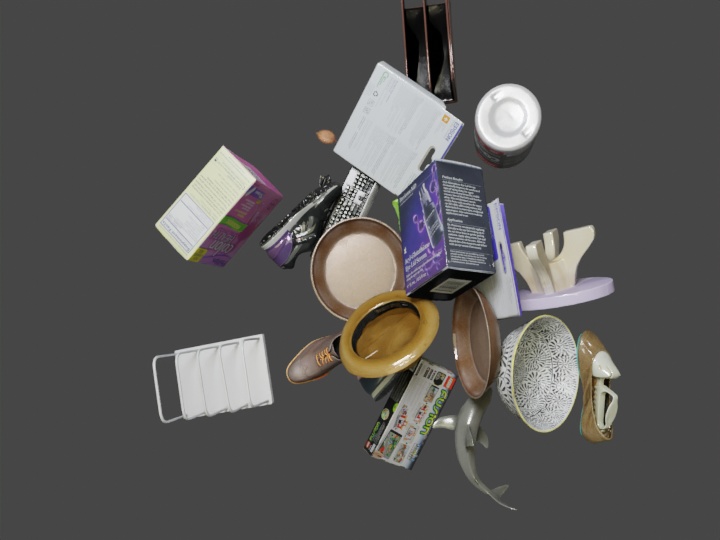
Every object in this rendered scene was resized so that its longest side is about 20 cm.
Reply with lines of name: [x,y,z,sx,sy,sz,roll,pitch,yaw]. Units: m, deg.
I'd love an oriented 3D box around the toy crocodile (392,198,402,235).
toy crocodile: [0.125,-0.054,1.249,0.067,0.062,0.202,-33,88,-36]

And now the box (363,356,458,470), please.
box: [0.097,0.267,1.218,0.109,0.035,0.203,27,91,-33]

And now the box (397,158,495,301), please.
box: [0.147,-0.068,1.141,0.102,0.148,0.205,6,66,-24]

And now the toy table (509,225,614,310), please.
toy table: [0.344,-0.005,1.164,0.195,0.184,0.120,-13,96,20]

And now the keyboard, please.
keyboard: [-0.052,-0.116,1.310,0.125,0.021,0.204,25,90,10]

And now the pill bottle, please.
pill bottle: [0.262,-0.250,1.172,0.111,0.200,0.117,-1,86,9]

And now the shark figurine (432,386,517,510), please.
shark figurine: [0.210,0.335,1.189,0.125,0.090,0.221,-9,80,-6]

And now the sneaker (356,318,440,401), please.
sneaker: [0.069,0.151,1.248,0.082,0.070,0.201,41,87,22]

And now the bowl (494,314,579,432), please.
bowl: [0.302,0.183,1.172,0.093,0.197,0.207,-2,84,51]

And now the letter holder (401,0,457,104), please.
letter holder: [0.130,-0.438,1.238,0.098,0.142,0.206,-4,86,9]

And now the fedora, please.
fedora: [0.058,0.129,1.178,0.196,0.083,0.204,-16,42,14]

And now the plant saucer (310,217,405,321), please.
plant saucer: [0.000,0.000,1.266,0.194,0.037,0.207,0,85,-1]

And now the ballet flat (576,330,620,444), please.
ballet flat: [0.435,0.213,1.171,0.066,0.072,0.206,4,86,-25]

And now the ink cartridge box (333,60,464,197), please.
ink cartridge box: [0.073,-0.259,1.240,0.198,0.041,0.201,35,121,3]

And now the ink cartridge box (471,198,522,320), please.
ink cartridge box: [0.239,-0.012,1.164,0.042,0.200,0.204,-8,84,-13]

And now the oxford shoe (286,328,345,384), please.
oxford shoe: [-0.066,0.161,1.267,0.197,0.073,0.072,-32,82,7]

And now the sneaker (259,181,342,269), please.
sneaker: [-0.102,-0.088,1.285,0.199,0.076,0.088,-42,109,-1]

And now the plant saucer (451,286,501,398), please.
plant saucer: [0.212,0.126,1.167,0.036,0.200,0.207,-4,85,-10]

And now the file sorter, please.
file sorter: [-0.290,0.215,1.277,0.195,0.124,0.143,-11,85,8]

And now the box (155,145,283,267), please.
box: [-0.271,-0.118,1.269,0.097,0.176,0.200,43,94,10]
